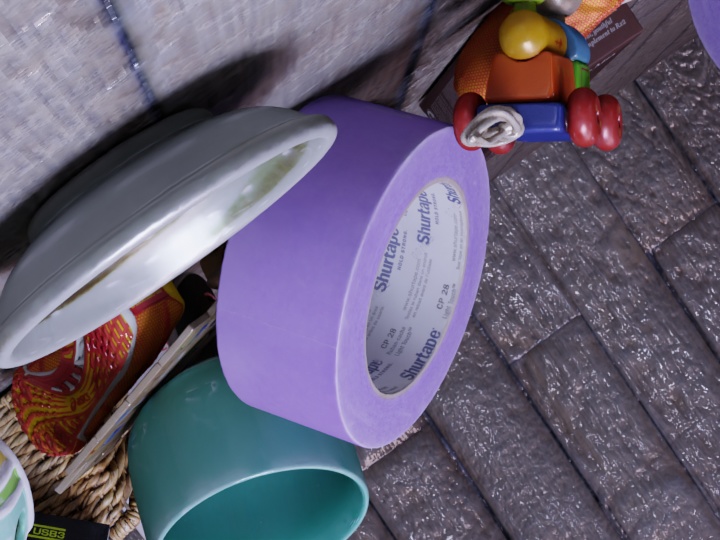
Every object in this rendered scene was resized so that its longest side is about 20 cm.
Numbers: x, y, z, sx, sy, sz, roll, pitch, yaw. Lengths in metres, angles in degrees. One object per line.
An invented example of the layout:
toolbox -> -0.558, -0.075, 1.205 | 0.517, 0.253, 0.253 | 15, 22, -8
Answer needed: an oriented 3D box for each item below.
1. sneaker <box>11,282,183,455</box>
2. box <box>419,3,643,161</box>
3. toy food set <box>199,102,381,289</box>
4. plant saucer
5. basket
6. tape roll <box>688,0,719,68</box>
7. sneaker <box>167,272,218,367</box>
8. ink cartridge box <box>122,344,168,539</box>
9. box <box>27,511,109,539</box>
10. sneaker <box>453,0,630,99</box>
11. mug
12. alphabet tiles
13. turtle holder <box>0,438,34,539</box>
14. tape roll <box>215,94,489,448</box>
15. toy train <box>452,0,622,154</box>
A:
sneaker -> -0.179, 0.069, 1.145 | 0.077, 0.073, 0.200 | -29, 173, -44
box -> 0.123, -0.150, 1.250 | 0.100, 0.075, 0.200 | -34, 175, -16
toy food set -> -0.036, -0.052, 1.234 | 0.197, 0.049, 0.200 | -36, 177, -2
plant saucer -> -0.104, -0.029, 0.805 | 0.199, 0.050, 0.200 | -35, 178, -2
basket -> -0.259, 0.177, 1.366 | 0.199, 0.150, 0.143 | -37, 176, 21
tape roll -> 0.360, -0.228, 1.293 | 0.085, 0.201, 0.200 | -32, 176, -43
sneaker -> -0.094, 0.050, 1.269 | 0.099, 0.071, 0.201 | -32, -149, 12
ink cartridge box -> -0.169, 0.154, 1.511 | 0.085, 0.200, 0.145 | -42, 174, 28
box -> -0.299, 0.259, 1.277 | 0.048, 0.191, 0.201 | -91, -167, -51
sneaker -> 0.133, -0.182, 1.078 | 0.200, 0.073, 0.077 | -40, 154, 18
mug -> -0.085, 0.137, 1.136 | 0.151, 0.115, 0.186 | -4, 143, -25
alphabet tiles -> -0.128, 0.066, 1.119 | 0.200, 0.006, 0.166 | -49, 179, 17
turtle holder -> -0.269, 0.138, 0.977 | 0.131, 0.187, 0.140 | -32, -152, -34
tape roll -> 0.000, 0.000, 1.019 | 0.200, 0.084, 0.202 | -45, 144, -46
toy train -> 0.094, -0.128, 0.957 | 0.084, 0.117, 0.200 | -1, -178, 19
